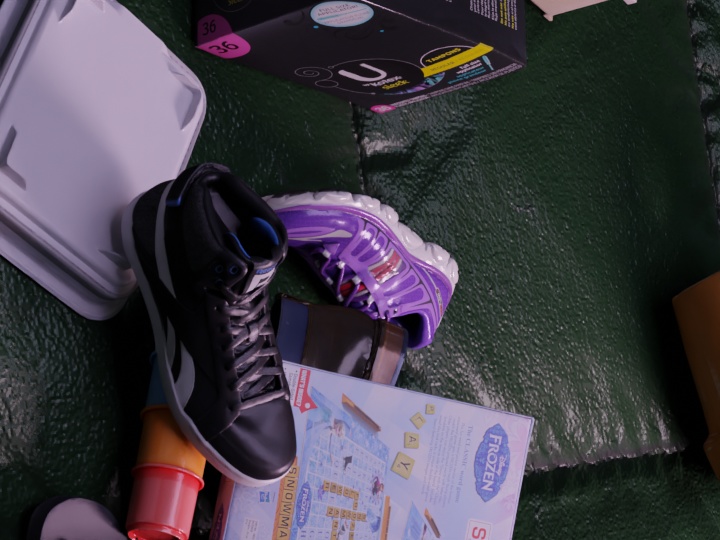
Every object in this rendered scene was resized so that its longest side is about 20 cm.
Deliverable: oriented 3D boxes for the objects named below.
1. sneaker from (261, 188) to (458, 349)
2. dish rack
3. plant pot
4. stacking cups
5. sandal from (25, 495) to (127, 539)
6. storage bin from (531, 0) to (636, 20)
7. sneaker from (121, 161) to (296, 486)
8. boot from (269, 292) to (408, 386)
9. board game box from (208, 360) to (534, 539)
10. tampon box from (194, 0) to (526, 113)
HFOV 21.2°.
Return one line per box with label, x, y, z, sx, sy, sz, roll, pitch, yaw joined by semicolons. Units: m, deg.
sneaker;0.000;0.000;1.382;0.200;0.080;0.084;30;65;-41
dish rack;-0.174;-0.088;1.231;0.172;0.043;0.200;41;52;-34
plant pot;0.374;0.078;1.717;0.200;0.200;0.184;-18;78;-49
stacking cups;-0.117;0.077;1.237;0.060;0.060;0.201;35;55;-38
sandal;-0.147;0.229;1.180;0.076;0.043;0.201;-26;100;-49
storage bin;0.153;-0.349;1.630;0.200;0.094;0.199;33;57;-39
sneaker;-0.076;0.032;1.174;0.073;0.112;0.201;-23;89;-37
boot;-0.045;0.113;1.327;0.097;0.075;0.201;25;70;-14
board game box;0.002;0.174;1.272;0.199;0.041;0.201;14;81;-16
tampon box;0.002;-0.209;1.379;0.200;0.150;0.127;13;70;-46
